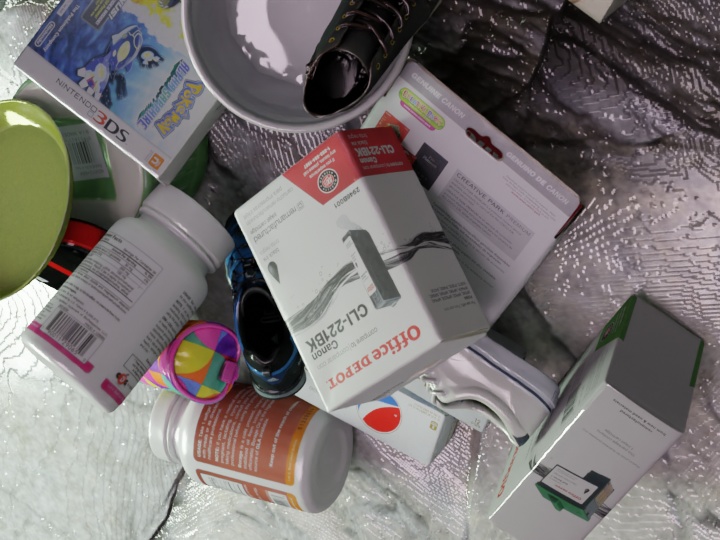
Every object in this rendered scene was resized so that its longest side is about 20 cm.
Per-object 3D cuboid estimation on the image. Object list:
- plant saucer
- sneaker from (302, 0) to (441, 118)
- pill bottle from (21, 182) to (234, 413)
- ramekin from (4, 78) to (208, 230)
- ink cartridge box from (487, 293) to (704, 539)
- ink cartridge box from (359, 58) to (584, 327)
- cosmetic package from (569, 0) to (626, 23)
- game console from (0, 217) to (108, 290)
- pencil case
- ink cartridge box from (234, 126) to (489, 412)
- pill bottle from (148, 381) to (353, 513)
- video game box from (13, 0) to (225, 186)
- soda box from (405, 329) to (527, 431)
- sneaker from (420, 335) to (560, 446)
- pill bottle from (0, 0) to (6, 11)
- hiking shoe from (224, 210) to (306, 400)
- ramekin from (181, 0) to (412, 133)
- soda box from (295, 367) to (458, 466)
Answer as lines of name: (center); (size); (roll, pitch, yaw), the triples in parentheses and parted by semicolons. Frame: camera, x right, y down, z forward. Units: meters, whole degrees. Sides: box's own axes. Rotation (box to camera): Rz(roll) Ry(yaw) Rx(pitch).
plant saucer: (-0.345, -0.064, 1.449); (0.198, 0.031, 0.203); (-8, 75, 31)
sneaker: (0.021, -0.206, 1.184); (0.074, 0.106, 0.201); (28, 104, -5)
pill bottle: (-0.215, 0.023, 1.409); (0.113, 0.201, 0.114); (36, 166, 10)
ramekin: (-0.261, -0.127, 1.500); (0.198, 0.098, 0.202); (13, 119, 24)
ink cartridge box: (0.209, 0.144, 1.334); (0.084, 0.146, 0.201); (33, 127, -1)
ink cartridge box: (0.090, -0.076, 1.336); (0.200, 0.084, 0.176); (40, 126, 6)
cosmetic package: (0.149, -0.304, 1.200); (0.199, 0.073, 0.104); (38, 127, 10)
game console: (-0.287, -0.008, 1.536); (0.175, 0.200, 0.031); (3, 71, 34)
pencil case: (-0.186, 0.085, 1.517); (0.199, 0.088, 0.089); (8, 123, 65)
ink cartridge box: (0.000, 0.000, 1.286); (0.144, 0.083, 0.202); (-34, 77, 35)
pill bottle: (-0.116, 0.176, 1.558); (0.198, 0.112, 0.114); (11, 118, 25)
video game box: (-0.193, -0.213, 1.390); (0.181, 0.047, 0.201); (36, 89, 6)
soda box: (0.054, 0.066, 1.429); (0.199, 0.064, 0.069); (29, 124, 14)
sneaker: (0.079, 0.083, 1.331); (0.199, 0.071, 0.073); (31, 165, 14)
pill bottle: (-0.345, -0.344, 1.436); (0.110, 0.111, 0.201); (38, 126, 8)
hiking shoe: (-0.091, 0.020, 1.442); (0.073, 0.087, 0.202); (-15, 66, -2)
ramekin: (-0.050, -0.224, 1.294); (0.197, 0.105, 0.203); (1, 102, 3)
soda box: (0.004, 0.111, 1.489); (0.198, 0.064, 0.069); (27, 124, 17)
